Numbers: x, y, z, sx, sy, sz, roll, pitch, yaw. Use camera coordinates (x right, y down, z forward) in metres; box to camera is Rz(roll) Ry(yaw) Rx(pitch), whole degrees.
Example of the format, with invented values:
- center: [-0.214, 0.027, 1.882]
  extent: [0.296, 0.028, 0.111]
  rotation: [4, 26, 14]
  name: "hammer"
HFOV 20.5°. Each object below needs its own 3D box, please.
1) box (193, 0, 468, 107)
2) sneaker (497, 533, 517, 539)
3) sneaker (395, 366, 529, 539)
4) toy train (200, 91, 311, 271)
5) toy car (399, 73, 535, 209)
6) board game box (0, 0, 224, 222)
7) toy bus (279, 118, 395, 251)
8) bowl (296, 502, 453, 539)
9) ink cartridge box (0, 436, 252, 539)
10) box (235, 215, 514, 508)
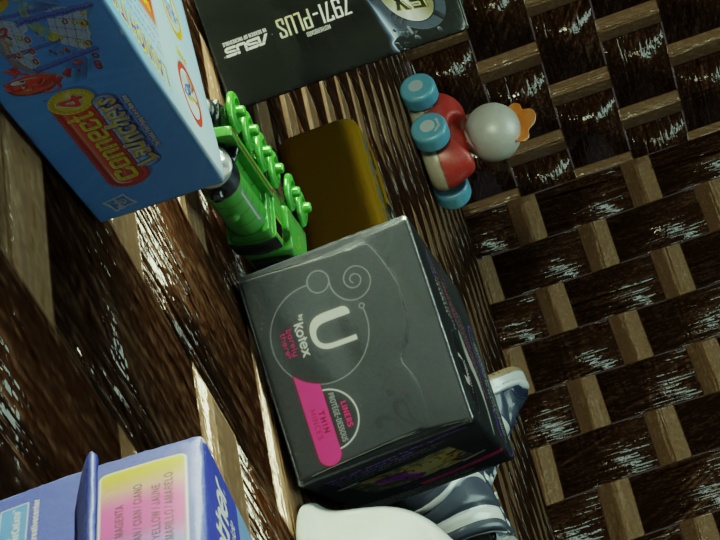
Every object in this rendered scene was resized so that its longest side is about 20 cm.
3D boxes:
- center: [-0.017, -0.186, 1.340]
  extent: [0.200, 0.162, 0.087]
  rotation: [-87, 158, -77]
  name: "box"
- center: [0.080, 0.192, 1.532]
  extent: [0.200, 0.075, 0.078]
  rotation: [63, 15, -64]
  name: "sneaker"
- center: [0.081, 0.142, 1.423]
  extent: [0.200, 0.070, 0.109]
  rotation: [-21, 80, -57]
  name: "sneaker"
- center: [-0.063, -0.041, 1.092]
  extent: [0.200, 0.041, 0.057]
  rotation: [55, 28, -71]
  name: "toy train"
- center: [0.189, -0.231, 3.242]
  extent: [0.185, 0.198, 0.178]
  rotation: [66, 8, -49]
  name: "toy car"
- center: [-0.123, -0.149, 0.751]
  extent: [0.200, 0.055, 0.197]
  rotation: [60, 13, -64]
  name: "board game box"
- center: [0.000, 0.000, 1.415]
  extent: [0.078, 0.065, 0.202]
  rotation: [58, 15, -65]
  name: "toy bus"
- center: [0.039, 0.206, 1.043]
  extent: [0.201, 0.090, 0.203]
  rotation: [-19, 90, -85]
  name: "bowl"
- center: [-0.048, 0.141, 0.501]
  extent: [0.137, 0.076, 0.201]
  rotation: [-99, 168, -56]
  name: "ink cartridge box"
- center: [0.013, 0.061, 1.145]
  extent: [0.200, 0.105, 0.123]
  rotation: [49, 21, -74]
  name: "box"
